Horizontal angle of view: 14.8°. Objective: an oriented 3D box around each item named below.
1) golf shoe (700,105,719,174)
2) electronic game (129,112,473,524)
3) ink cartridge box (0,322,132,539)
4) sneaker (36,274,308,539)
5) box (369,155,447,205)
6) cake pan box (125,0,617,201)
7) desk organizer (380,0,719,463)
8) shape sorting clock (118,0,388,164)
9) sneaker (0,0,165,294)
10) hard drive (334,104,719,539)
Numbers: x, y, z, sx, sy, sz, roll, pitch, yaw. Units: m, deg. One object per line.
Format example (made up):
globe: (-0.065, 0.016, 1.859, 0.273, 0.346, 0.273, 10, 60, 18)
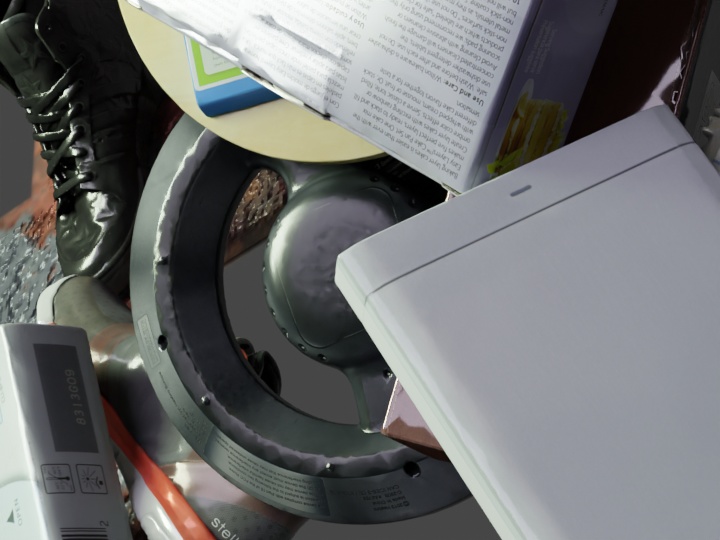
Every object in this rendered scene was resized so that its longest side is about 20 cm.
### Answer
golf shoe: (0.148, 0.022, 0.967, 0.097, 0.078, 0.200, 10, 67, 23)
electronic game: (0.000, 0.000, 1.091, 0.200, 0.042, 0.200, -2, 85, 21)
ink cartridge box: (-0.168, 0.137, 1.182, 0.200, 0.047, 0.160, -39, 58, 42)
sneaker: (-0.070, 0.058, 1.186, 0.082, 0.077, 0.200, -42, 48, 5)
box: (0.030, -0.122, 1.116, 0.200, 0.050, 0.199, -37, 80, 28)
cake pan box: (0.012, -0.146, 0.977, 0.200, 0.052, 0.184, 31, 109, 37)
desk organizer: (0.077, -0.020, 1.006, 0.077, 0.072, 0.200, 14, 84, 19)
shape sorting clock: (-0.008, -0.140, 1.071, 0.200, 0.039, 0.200, -1, 88, 24)
sneaker: (-0.146, -0.089, 1.344, 0.060, 0.104, 0.200, -23, 48, 37)
hard drive: (0.098, 0.049, 0.895, 0.132, 0.027, 0.200, -25, 64, -18)
